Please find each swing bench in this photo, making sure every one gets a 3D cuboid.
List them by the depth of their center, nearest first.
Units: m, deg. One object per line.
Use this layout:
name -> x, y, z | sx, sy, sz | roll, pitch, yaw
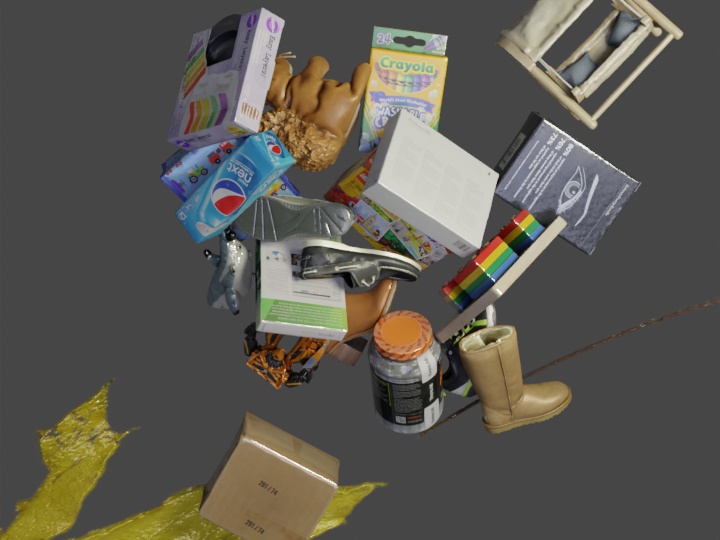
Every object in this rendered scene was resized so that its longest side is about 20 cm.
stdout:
swing bench -> 0.352, -0.366, 1.595 | 0.200, 0.130, 0.199 | 40, 102, -10

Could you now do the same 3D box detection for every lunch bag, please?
lunch bag -> -0.208, -0.139, 1.681 | 0.150, 0.094, 0.200 | -38, 111, 6

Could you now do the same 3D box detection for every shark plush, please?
shark plush -> -0.230, -0.010, 1.691 | 0.083, 0.091, 0.200 | 16, 140, 21

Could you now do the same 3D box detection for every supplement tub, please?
supplement tub -> 0.076, 0.170, 1.703 | 0.122, 0.123, 0.200 | -6, 134, 1

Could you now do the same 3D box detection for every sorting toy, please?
sorting toy -> 0.206, -0.002, 1.624 | 0.070, 0.199, 0.200 | 45, 56, 2

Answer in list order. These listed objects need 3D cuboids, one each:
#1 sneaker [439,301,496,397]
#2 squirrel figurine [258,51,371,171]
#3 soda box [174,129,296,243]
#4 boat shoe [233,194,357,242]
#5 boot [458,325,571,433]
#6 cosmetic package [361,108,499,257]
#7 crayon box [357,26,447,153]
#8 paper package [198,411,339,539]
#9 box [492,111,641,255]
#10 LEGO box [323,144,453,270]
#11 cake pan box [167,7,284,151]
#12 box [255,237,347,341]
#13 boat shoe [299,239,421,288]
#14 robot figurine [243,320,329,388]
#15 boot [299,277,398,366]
sneaker -> 0.180, 0.130, 1.756 | 0.083, 0.072, 0.201 | 12, 105, -2
squirrel figurine -> -0.105, -0.252, 1.598 | 0.186, 0.142, 0.200 | 23, 68, 1
soda box -> -0.195, -0.128, 1.568 | 0.200, 0.068, 0.064 | -40, 86, 31
boat shoe -> -0.107, -0.086, 1.642 | 0.201, 0.065, 0.075 | 0, 97, 14
boot -> 0.268, 0.175, 1.729 | 0.175, 0.066, 0.200 | -23, 125, -8
cosmetic package -> 0.112, -0.134, 1.572 | 0.200, 0.052, 0.151 | 32, 58, -20
crayon box -> 0.069, -0.287, 1.654 | 0.125, 0.052, 0.201 | 6, 104, -2
paper package -> -0.162, 0.386, 1.806 | 0.200, 0.104, 0.191 | 28, 104, -8
box -> 0.329, -0.144, 1.667 | 0.200, 0.104, 0.148 | 33, 102, -9
LEGO box -> 0.063, -0.101, 1.652 | 0.200, 0.077, 0.149 | 44, 142, -11
cake pan box -> -0.207, -0.292, 1.556 | 0.052, 0.184, 0.201 | 25, 71, -42
box -> -0.099, 0.017, 1.655 | 0.144, 0.201, 0.036 | 8, 141, -17
boat shoe -> 0.000, 0.000, 1.642 | 0.199, 0.072, 0.068 | 9, 72, -12
robot figurine -> -0.126, 0.123, 1.723 | 0.145, 0.058, 0.200 | 38, 128, 1
boot -> -0.035, 0.055, 1.730 | 0.155, 0.077, 0.200 | 31, 122, -2
